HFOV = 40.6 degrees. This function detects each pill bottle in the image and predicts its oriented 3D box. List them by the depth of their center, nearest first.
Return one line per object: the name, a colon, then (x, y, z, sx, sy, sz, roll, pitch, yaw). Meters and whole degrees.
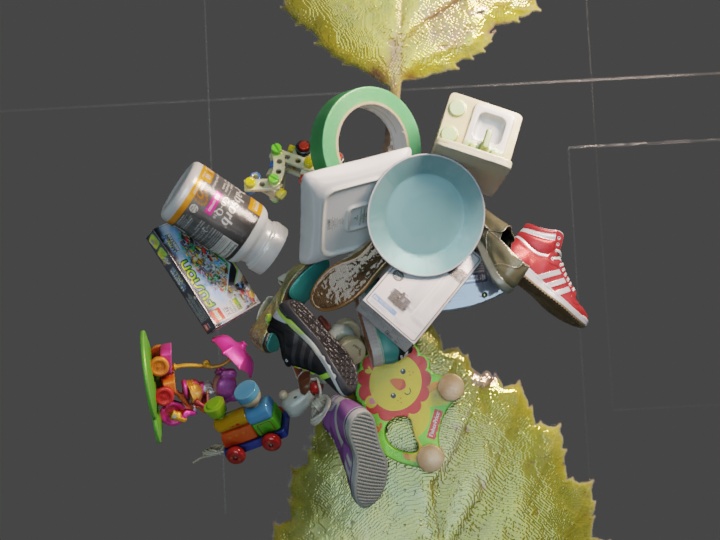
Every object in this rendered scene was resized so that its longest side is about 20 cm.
pill bottle: (-0.229, -0.086, 1.658, 0.199, 0.116, 0.117, 33, 87, -17)

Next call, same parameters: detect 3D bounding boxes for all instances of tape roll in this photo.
tape roll: (0.011, -0.211, 1.670, 0.199, 0.048, 0.203, 0, 90, -32)

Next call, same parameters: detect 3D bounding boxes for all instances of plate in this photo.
plate: (0.106, -0.091, 1.595, 0.198, 0.026, 0.203, -1, 98, -8)
plate: (-0.005, -0.098, 1.621, 0.198, 0.201, 0.032, -16, 49, -20)

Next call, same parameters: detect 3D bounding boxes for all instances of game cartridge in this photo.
game cartridge: (0.153, 0.004, 1.710, 0.198, 0.041, 0.135, -8, 83, 0)

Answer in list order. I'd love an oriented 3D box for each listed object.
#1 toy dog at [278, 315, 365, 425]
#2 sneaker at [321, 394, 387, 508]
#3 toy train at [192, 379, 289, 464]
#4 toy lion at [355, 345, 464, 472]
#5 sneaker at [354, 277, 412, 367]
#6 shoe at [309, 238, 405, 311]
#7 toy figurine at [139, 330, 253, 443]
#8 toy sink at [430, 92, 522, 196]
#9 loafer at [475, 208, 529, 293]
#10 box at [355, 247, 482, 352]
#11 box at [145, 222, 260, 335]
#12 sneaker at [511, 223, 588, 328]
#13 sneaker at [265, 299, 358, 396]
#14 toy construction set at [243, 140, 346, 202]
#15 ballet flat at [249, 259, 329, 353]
toy dog: (-0.077, 0.155, 1.667, 0.096, 0.132, 0.201, 39, 77, -20)
sneaker: (-0.014, 0.305, 1.682, 0.072, 0.114, 0.203, -20, 116, -30)
toy train: (-0.230, 0.262, 1.649, 0.198, 0.085, 0.116, -22, 121, 15)
toy lion: (0.075, 0.228, 1.688, 0.190, 0.069, 0.202, 16, 87, 8)
sneaker: (0.036, 0.065, 1.682, 0.079, 0.071, 0.202, -11, 71, -8)
shoe: (0.000, 0.000, 1.641, 0.199, 0.053, 0.070, -39, 82, 0)
toy figurine: (-0.272, 0.188, 1.668, 0.182, 0.150, 0.202, -8, 108, -9)
toy sink: (0.191, -0.216, 1.637, 0.129, 0.200, 0.113, 17, 81, 2)
loafer: (0.225, -0.057, 1.637, 0.069, 0.075, 0.201, -34, 63, 18)
box: (0.099, 0.022, 1.633, 0.116, 0.060, 0.200, 41, 69, 4)
box: (-0.271, 0.000, 1.683, 0.110, 0.035, 0.201, -31, 86, -43)
sneaker: (0.339, 0.003, 1.691, 0.200, 0.071, 0.113, 40, 74, -11)
sneaker: (-0.083, 0.138, 1.604, 0.083, 0.071, 0.200, -47, 68, 21)
toy construction set: (-0.094, -0.151, 1.693, 0.198, 0.092, 0.132, 26, 62, -6)
ballet flat: (-0.130, 0.048, 1.699, 0.070, 0.071, 0.201, 31, 85, 2)
